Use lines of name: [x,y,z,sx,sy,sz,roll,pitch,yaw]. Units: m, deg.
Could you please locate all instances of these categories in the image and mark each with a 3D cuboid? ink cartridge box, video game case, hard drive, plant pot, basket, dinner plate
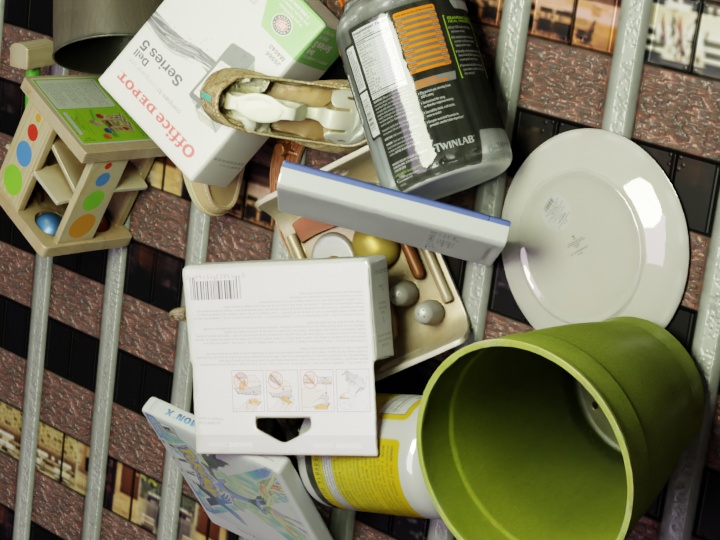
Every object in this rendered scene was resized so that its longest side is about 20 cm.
ink cartridge box: [-0.129,-0.201,1.802,0.146,0.084,0.200,46,103,16]
video game case: [-0.111,0.217,1.854,0.181,0.022,0.201,20,149,35]
ink cartridge box: [-0.066,0.079,1.739,0.198,0.045,0.178,-2,94,28]
hard drive: [0.026,-0.048,1.643,0.198,0.132,0.026,15,82,0]
plant pot: [0.180,0.125,1.534,0.199,0.192,0.203,14,114,34]
basket: [-0.251,-0.316,1.918,0.134,0.180,0.202,-5,85,2]
dinner plate: [0.194,-0.021,1.627,0.199,0.024,0.203,6,99,42]

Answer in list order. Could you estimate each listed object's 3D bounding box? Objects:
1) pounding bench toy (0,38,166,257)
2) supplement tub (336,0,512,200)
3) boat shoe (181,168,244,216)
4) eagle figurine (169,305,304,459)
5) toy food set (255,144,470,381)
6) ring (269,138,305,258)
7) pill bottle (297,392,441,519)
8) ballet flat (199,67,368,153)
pounding bench toy: [-0.324,-0.131,2.023,0.200,0.124,0.157,48,125,27]
supplement tub: [0.051,-0.170,1.670,0.122,0.122,0.202,-24,79,42]
boat shoe: [-0.135,-0.153,1.880,0.064,0.071,0.203,7,100,42]
eagle figurine: [-0.102,0.105,1.872,0.201,0.150,0.152,55,179,-15]
toy food set: [0.000,0.000,1.747,0.143,0.060,0.202,-25,83,23]
ring: [-0.020,-0.077,1.820,0.199,0.019,0.203,7,100,42]
pill bottle: [0.046,0.169,1.731,0.199,0.111,0.113,0,96,44]
ballet flat: [-0.048,-0.141,1.718,0.065,0.198,0.071,-107,22,-76]
